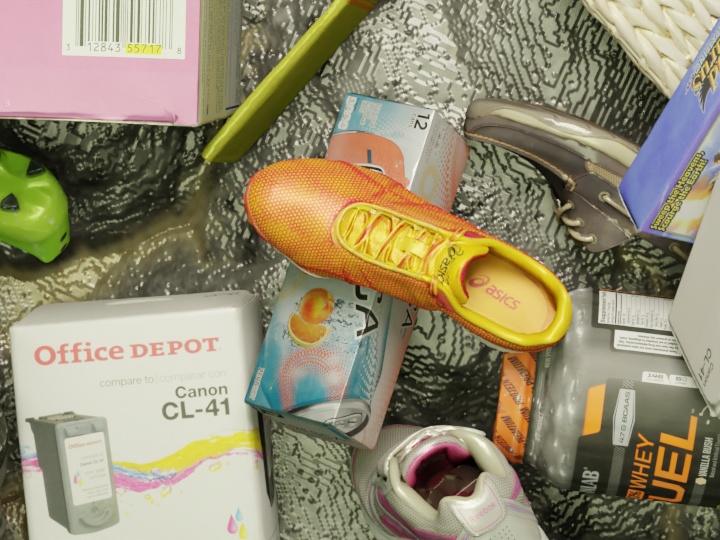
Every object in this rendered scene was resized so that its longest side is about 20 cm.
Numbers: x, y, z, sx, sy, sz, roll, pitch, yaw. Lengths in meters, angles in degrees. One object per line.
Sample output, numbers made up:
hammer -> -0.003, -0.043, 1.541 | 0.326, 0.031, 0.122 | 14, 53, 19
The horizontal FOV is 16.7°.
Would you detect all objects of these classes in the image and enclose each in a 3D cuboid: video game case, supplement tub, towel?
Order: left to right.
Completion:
towel -> -0.023, -0.144, 1.469 | 0.018, 0.086, 0.200 | 42, 97, 6
supplement tub -> 0.182, 0.077, 1.461 | 0.199, 0.123, 0.123 | 6, 96, 4
video game case -> 0.267, -0.092, 1.359 | 0.181, 0.046, 0.200 | 11, 125, -27

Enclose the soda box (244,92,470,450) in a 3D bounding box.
soda box -> 0.000, 0.000, 1.456 | 0.063, 0.068, 0.201 | 12, 78, 26

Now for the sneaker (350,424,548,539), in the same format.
sneaker -> 0.049, 0.125, 1.441 | 0.081, 0.200, 0.088 | -33, 117, -16

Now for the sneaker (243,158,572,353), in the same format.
sneaker -> 0.031, -0.015, 1.381 | 0.199, 0.077, 0.073 | 21, 81, -4

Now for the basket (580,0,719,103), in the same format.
basket -> 0.187, -0.186, 1.413 | 0.123, 0.136, 0.200 | -39, 106, 13

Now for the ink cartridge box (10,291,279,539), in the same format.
ink cartridge box -> -0.129, 0.121, 1.497 | 0.147, 0.086, 0.201 | -5, 97, 4

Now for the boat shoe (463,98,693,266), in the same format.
boat shoe -> 0.150, -0.045, 1.475 | 0.199, 0.074, 0.074 | 22, 97, 2

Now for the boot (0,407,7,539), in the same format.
boot -> -0.258, 0.088, 1.506 | 0.067, 0.200, 0.131 | -11, 140, -14

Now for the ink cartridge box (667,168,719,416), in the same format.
ink cartridge box -> 0.289, -0.001, 1.356 | 0.199, 0.086, 0.148 | 0, 129, -17

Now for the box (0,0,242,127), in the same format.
box -> -0.164, -0.138, 1.422 | 0.175, 0.200, 0.097 | 2, 95, 4

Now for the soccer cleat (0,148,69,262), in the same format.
soccer cleat -> -0.263, -0.065, 1.504 | 0.200, 0.081, 0.068 | 29, 66, 19
